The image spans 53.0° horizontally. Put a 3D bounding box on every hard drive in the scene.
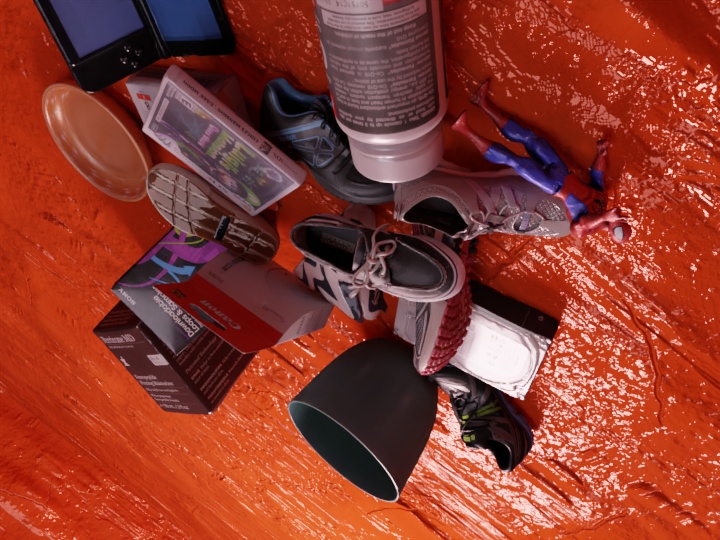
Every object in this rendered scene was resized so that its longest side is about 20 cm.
[{"bbox_3d":[0.139,0.074,0.917,0.197,0.038,0.141,27,143,15],"label":"hard drive"}]

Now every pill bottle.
[{"bbox_3d":[0.022,-0.190,0.656,0.112,0.115,0.203,16,139,26],"label":"pill bottle"}]

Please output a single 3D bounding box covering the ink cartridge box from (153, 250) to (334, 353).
[{"bbox_3d":[-0.145,0.031,0.939,0.158,0.199,0.048,32,107,20],"label":"ink cartridge box"}]

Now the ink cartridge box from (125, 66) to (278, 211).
[{"bbox_3d":[-0.204,-0.160,0.940,0.159,0.050,0.203,14,135,30],"label":"ink cartridge box"}]

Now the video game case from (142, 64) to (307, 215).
[{"bbox_3d":[-0.167,-0.142,0.850,0.180,0.024,0.199,38,161,-16],"label":"video game case"}]

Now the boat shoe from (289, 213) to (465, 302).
[{"bbox_3d":[0.015,-0.016,0.775,0.196,0.068,0.075,25,105,20],"label":"boat shoe"}]

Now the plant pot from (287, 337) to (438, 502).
[{"bbox_3d":[0.019,0.196,1.034,0.198,0.161,0.203,32,152,19],"label":"plant pot"}]

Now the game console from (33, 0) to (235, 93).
[{"bbox_3d":[-0.256,-0.302,0.776,0.118,0.169,0.203,38,155,47],"label":"game console"}]

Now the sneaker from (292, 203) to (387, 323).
[{"bbox_3d":[0.000,0.000,0.918,0.129,0.080,0.199,40,144,-8],"label":"sneaker"}]

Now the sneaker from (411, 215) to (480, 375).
[{"bbox_3d":[0.087,0.021,0.834,0.073,0.080,0.206,15,106,34],"label":"sneaker"}]

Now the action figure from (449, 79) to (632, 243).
[{"bbox_3d":[0.183,-0.098,0.656,0.199,0.066,0.099,40,161,-4],"label":"action figure"}]

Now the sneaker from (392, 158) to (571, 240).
[{"bbox_3d":[0.123,-0.056,0.728,0.194,0.083,0.076,9,139,9],"label":"sneaker"}]

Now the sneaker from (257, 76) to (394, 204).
[{"bbox_3d":[-0.032,-0.140,0.794,0.196,0.074,0.083,26,142,14],"label":"sneaker"}]

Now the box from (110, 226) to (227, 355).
[{"bbox_3d":[-0.252,0.010,1.074,0.199,0.036,0.143,-41,106,10],"label":"box"}]

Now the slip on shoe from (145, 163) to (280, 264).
[{"bbox_3d":[-0.196,-0.082,0.981,0.197,0.061,0.077,28,115,-11],"label":"slip on shoe"}]

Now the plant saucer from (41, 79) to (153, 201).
[{"bbox_3d":[-0.380,-0.193,1.065,0.196,0.038,0.203,24,143,19],"label":"plant saucer"}]

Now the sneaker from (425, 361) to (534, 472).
[{"bbox_3d":[0.162,0.199,0.994,0.200,0.083,0.070,47,148,-12],"label":"sneaker"}]

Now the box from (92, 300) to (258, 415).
[{"bbox_3d":[-0.307,0.114,1.232,0.163,0.165,0.202,-8,126,45],"label":"box"}]
